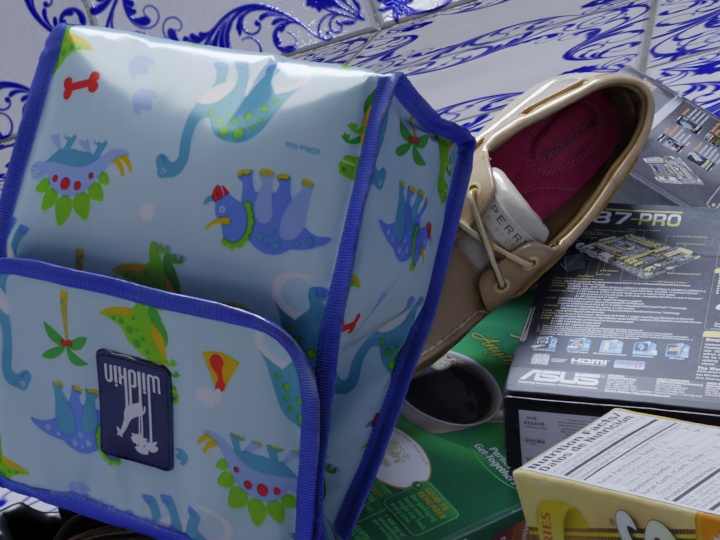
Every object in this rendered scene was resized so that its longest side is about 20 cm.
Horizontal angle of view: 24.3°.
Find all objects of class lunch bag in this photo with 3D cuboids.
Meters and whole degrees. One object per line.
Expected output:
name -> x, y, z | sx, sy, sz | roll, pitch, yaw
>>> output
lunch bag -> -0.064, 0.012, 0.693 | 0.168, 0.202, 0.127 | 12, -5, 25

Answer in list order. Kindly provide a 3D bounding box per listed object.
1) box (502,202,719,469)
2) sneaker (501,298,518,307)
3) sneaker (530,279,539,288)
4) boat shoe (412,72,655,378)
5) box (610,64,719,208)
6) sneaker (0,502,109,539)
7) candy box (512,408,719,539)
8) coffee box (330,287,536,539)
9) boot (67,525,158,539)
box -> 0.174, 0.031, 0.742 | 0.198, 0.050, 0.162 | 3, 36, 16
sneaker -> 0.001, 0.002, 0.807 | 0.203, 0.077, 0.146 | -51, -34, 13
sneaker -> 0.074, -0.021, 1.004 | 0.078, 0.096, 0.200 | -18, -14, -4
boat shoe -> 0.059, -0.025, 0.758 | 0.200, 0.074, 0.069 | -47, 11, -20
box -> 0.187, -0.044, 0.961 | 0.158, 0.049, 0.200 | 32, 25, 10
sneaker -> -0.092, 0.127, 0.775 | 0.198, 0.100, 0.070 | -14, 17, 20
candy box -> 0.139, 0.115, 0.504 | 0.055, 0.117, 0.199 | -25, 16, -30
coffee box -> 0.040, 0.083, 0.759 | 0.199, 0.044, 0.123 | -21, 43, -31
boot -> -0.084, 0.161, 0.679 | 0.198, 0.075, 0.097 | 5, 27, 37
